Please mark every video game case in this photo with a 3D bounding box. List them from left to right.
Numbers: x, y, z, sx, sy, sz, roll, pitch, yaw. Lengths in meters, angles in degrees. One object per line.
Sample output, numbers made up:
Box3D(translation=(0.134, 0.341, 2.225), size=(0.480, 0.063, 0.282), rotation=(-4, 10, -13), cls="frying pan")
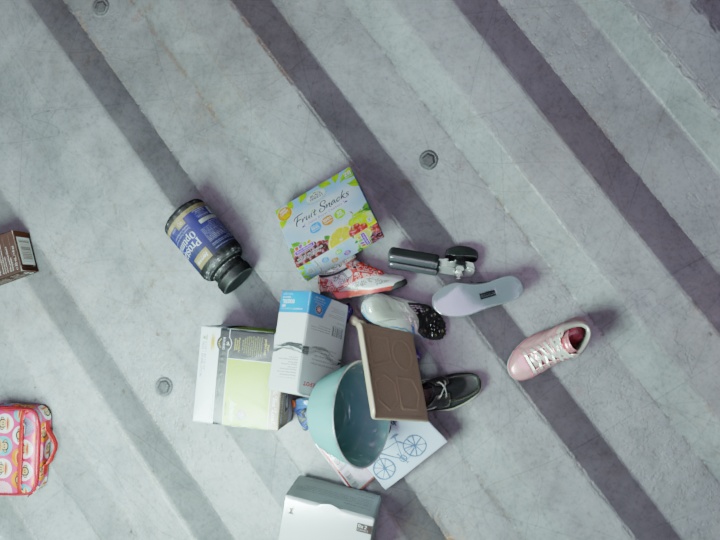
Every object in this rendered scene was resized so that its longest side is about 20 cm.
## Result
Box3D(translation=(0.016, 0.371, 1.547), size=(0.199, 0.017, 0.144), rotation=(-41, 83, 4), cls="video game case")

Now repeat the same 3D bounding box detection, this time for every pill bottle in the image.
Box3D(translation=(-0.334, -0.051, 1.569), size=(0.112, 0.112, 0.201), rotation=(-43, 82, 3), cls="pill bottle")

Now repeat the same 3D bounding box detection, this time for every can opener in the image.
Box3D(translation=(0.157, -0.022, 1.540), size=(0.194, 0.053, 0.068), rotation=(6, 53, 6), cls="can opener")

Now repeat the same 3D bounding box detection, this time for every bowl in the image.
Box3D(translation=(-0.034, 0.281, 1.393), size=(0.103, 0.199, 0.207), rotation=(-5, 86, 36), cls="bowl")

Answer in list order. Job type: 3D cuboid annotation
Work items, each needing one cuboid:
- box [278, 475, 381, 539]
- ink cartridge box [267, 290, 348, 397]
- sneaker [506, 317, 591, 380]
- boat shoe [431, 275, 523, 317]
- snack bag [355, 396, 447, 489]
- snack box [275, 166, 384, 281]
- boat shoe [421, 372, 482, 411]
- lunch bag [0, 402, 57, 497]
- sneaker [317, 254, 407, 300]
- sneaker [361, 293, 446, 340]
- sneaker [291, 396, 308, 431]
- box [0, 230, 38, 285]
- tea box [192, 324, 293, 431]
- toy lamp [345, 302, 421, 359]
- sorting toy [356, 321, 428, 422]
Box3D(translation=(-0.070, 0.568, 1.483), size=(0.193, 0.131, 0.206), rotation=(11, 94, 8), cls="box")
Box3D(translation=(-0.106, 0.157, 1.460), size=(0.082, 0.144, 0.206), rotation=(0, 76, 32), cls="ink cartridge box")
Box3D(translation=(0.393, 0.163, 1.465), size=(0.197, 0.105, 0.076), rotation=(-32, 85, 6), cls="sneaker")
Box3D(translation=(0.247, 0.054, 1.508), size=(0.194, 0.068, 0.076), rotation=(-17, 81, 0), cls="boat shoe")
Box3D(translation=(0.054, 0.343, 1.489), size=(0.188, 0.021, 0.200), rotation=(-41, 96, 18), cls="snack bag")
Box3D(translation=(-0.069, -0.102, 1.529), size=(0.196, 0.068, 0.171), rotation=(-28, 57, 5), cls="snack box")
Box3D(translation=(0.166, 0.263, 1.504), size=(0.194, 0.068, 0.074), rotation=(-12, 73, 0), cls="boat shoe")
Box3D(translation=(-0.785, 0.411, 1.625), size=(0.171, 0.082, 0.207), rotation=(1, 89, 4), cls="lunch bag")
Box3D(translation=(-0.001, 0.000, 1.544), size=(0.196, 0.067, 0.111), rotation=(-10, 88, 10), cls="sneaker")
Box3D(translation=(0.094, 0.099, 1.526), size=(0.195, 0.072, 0.074), rotation=(20, 79, -11), cls="sneaker")
Box3D(translation=(-0.051, 0.302, 1.533), size=(0.195, 0.075, 0.081), rotation=(-11, 85, 19), cls="sneaker")
Box3D(translation=(-0.873, -0.016, 1.660), size=(0.195, 0.075, 0.103), rotation=(-19, 85, 8), cls="box")
Box3D(translation=(-0.244, 0.227, 1.531), size=(0.191, 0.134, 0.206), rotation=(5, 88, 9), cls="tea box")
Box3D(translation=(0.042, 0.144, 1.537), size=(0.197, 0.058, 0.059), rotation=(33, 91, 8), cls="toy lamp")
Box3D(translation=(0.061, 0.206, 1.405), size=(0.036, 0.198, 0.190), rotation=(-23, 64, 32), cls="sorting toy")
